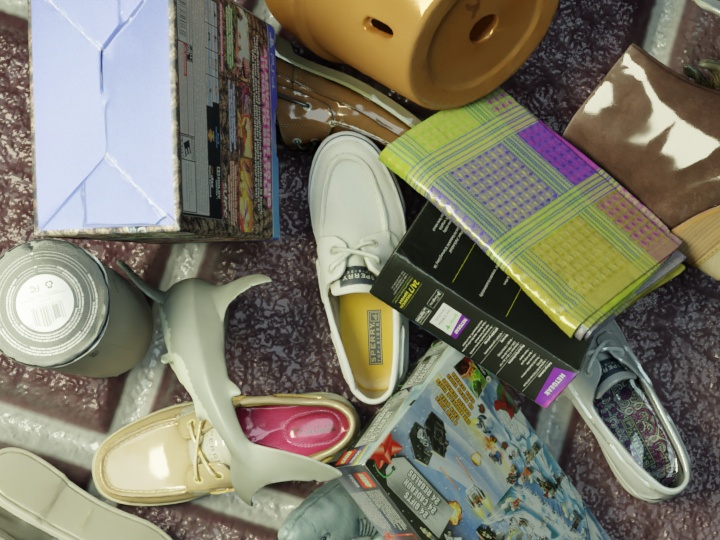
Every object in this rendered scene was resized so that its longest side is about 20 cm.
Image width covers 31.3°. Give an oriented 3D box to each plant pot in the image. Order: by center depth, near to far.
[{"bbox_3d":[0.047,-0.208,0.914,0.200,0.200,0.140,-34,61,-10],"label":"plant pot"}]

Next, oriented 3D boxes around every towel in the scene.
[{"bbox_3d":[0.123,-0.044,0.904,0.200,0.023,0.144,43,49,16],"label":"towel"}]

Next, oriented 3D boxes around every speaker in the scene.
[{"bbox_3d":[-0.191,0.030,0.868,0.081,0.200,0.082,0,84,-2],"label":"speaker"}]

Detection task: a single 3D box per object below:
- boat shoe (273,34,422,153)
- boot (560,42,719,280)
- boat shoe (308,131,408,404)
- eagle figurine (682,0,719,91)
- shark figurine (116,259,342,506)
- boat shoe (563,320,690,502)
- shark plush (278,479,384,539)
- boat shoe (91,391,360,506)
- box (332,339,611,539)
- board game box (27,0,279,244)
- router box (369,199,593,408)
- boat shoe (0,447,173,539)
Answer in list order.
[{"bbox_3d":[-0.038,-0.121,0.981,0.200,0.072,0.068,28,82,9],"label":"boat shoe"},{"bbox_3d":[0.253,-0.106,0.911,0.166,0.072,0.200,44,122,9],"label":"boot"},{"bbox_3d":[0.000,0.000,0.932,0.071,0.070,0.201,-4,98,3],"label":"boat shoe"},{"bbox_3d":[0.353,-0.178,1.003,0.200,0.151,0.152,-33,75,0],"label":"eagle figurine"},{"bbox_3d":[-0.087,0.047,0.855,0.089,0.128,0.215,-32,41,3],"label":"shark figurine"},{"bbox_3d":[0.182,0.083,0.964,0.072,0.069,0.200,-23,83,-9],"label":"boat shoe"},{"bbox_3d":[0.023,0.144,0.909,0.200,0.091,0.083,-38,128,-22],"label":"shark plush"},{"bbox_3d":[-0.096,0.123,0.927,0.199,0.069,0.074,-13,82,-8],"label":"boat shoe"},{"bbox_3d":[0.082,0.165,0.897,0.200,0.040,0.137,55,51,-15],"label":"box"},{"bbox_3d":[-0.130,-0.100,0.860,0.097,0.200,0.160,-2,89,14],"label":"board game box"},{"bbox_3d":[0.113,-0.016,0.933,0.149,0.051,0.200,33,45,1],"label":"router box"},{"bbox_3d":[-0.192,0.202,0.919,0.200,0.057,0.067,38,43,-2],"label":"boat shoe"}]
